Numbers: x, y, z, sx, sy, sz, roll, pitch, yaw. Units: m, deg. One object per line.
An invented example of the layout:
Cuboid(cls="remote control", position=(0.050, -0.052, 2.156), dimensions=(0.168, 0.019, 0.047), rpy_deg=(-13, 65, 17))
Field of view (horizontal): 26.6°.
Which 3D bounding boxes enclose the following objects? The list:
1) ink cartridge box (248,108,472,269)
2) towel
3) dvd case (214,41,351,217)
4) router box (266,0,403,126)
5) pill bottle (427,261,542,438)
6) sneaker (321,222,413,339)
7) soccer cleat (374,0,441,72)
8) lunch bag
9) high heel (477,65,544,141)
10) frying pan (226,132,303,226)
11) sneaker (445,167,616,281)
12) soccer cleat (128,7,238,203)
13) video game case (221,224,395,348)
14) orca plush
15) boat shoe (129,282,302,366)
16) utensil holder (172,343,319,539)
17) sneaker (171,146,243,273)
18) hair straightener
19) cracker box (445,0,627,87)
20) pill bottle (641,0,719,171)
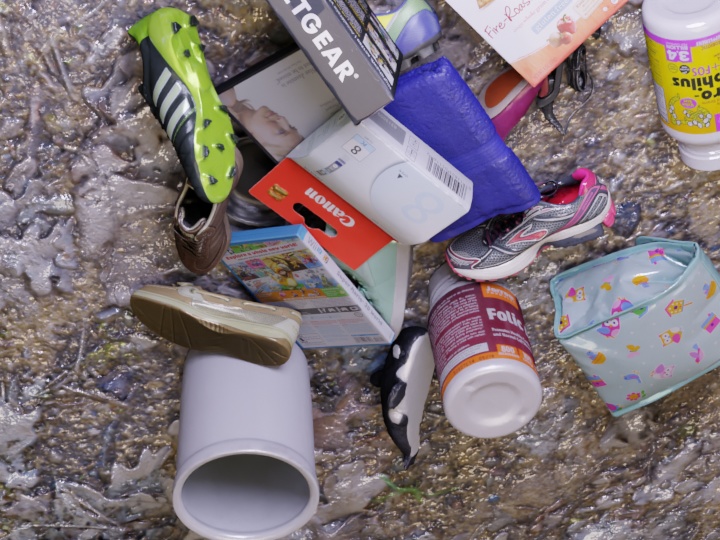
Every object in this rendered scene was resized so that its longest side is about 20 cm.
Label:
Cuboid(cls="ink cartridge box", position=(-0.005, -0.075, 1.590), dimensions=(0.159, 0.048, 0.199), rpy_deg=(36, 131, -22))
Cuboid(cls="towel", position=(0.085, -0.128, 1.611), dimensions=(0.146, 0.050, 0.200), rpy_deg=(-20, 125, 30))
Cuboid(cls="dvd case", position=(-0.041, -0.145, 1.575), dimensions=(0.142, 0.018, 0.200), rpy_deg=(-23, 127, 33))
Cuboid(cls="router box", position=(-0.037, -0.251, 1.446), dimensions=(0.051, 0.150, 0.201), rpy_deg=(-32, 107, 17))
Cuboid(cls="pill bottle", position=(0.137, 0.083, 1.746), dimensions=(0.112, 0.201, 0.115), rpy_deg=(-4, 131, -5))
Cuboid(cls="sneaker", position=(0.000, -0.001, 1.752), dimensions=(0.116, 0.074, 0.202), rpy_deg=(6, 137, 5))
Cuboid(cls="soccer cleat", position=(-0.011, -0.227, 1.575), dimensions=(0.198, 0.065, 0.084), rpy_deg=(-24, 99, 18))
Cuboid(cls="lunch bag", position=(0.347, 0.056, 1.805), dimensions=(0.198, 0.123, 0.171), rpy_deg=(-26, 127, 21))
Cuboid(cls="high heel", position=(0.158, -0.146, 1.649), dimensions=(0.095, 0.068, 0.200), rpy_deg=(28, 133, -22))
Cuboid(cls="frying pan", position=(-0.141, -0.119, 1.654), dimensions=(0.189, 0.031, 0.115), rpy_deg=(32, 121, -18))
Cuboid(cls="sneaker", position=(0.184, -0.057, 1.713), dimensions=(0.198, 0.081, 0.075), rpy_deg=(-25, 136, 10))
Cuboid(cls="soccer cleat", position=(-0.180, -0.165, 1.545), dimensions=(0.080, 0.067, 0.203), rpy_deg=(-10, 98, 39))
Cuboid(cls="video game case", position=(-0.067, 0.022, 1.745), dimensions=(0.142, 0.018, 0.200), rpy_deg=(-4, 139, 40))
Cuboid(cls="orca plush", position=(0.049, 0.146, 1.894), dimensions=(0.105, 0.071, 0.202), rpy_deg=(-44, 143, -30))
Cuboid(cls="boat shoe", position=(-0.168, 0.051, 1.766), dimensions=(0.198, 0.064, 0.074), rpy_deg=(14, 142, 9))
Cuboid(cls="utensil holder", position=(-0.134, 0.192, 1.795), dimensions=(0.167, 0.201, 0.171), rpy_deg=(-2, 133, -2))
Cuboid(cls="sneaker", position=(-0.181, -0.057, 1.648), dimensions=(0.070, 0.076, 0.201), rpy_deg=(29, 138, 11))
Cuboid(cls="hair straightener", position=(0.221, -0.232, 1.598), dimensions=(0.076, 0.041, 0.202), rpy_deg=(-8, 124, -1))
Cuboid(cls="cracker box", position=(0.150, -0.299, 1.495), dimensions=(0.200, 0.058, 0.134), rpy_deg=(41, 116, -14))
Cuboid(cls="pill bottle", position=(0.360, -0.205, 1.600), dimensions=(0.103, 0.105, 0.201), rpy_deg=(-16, 130, 6))
